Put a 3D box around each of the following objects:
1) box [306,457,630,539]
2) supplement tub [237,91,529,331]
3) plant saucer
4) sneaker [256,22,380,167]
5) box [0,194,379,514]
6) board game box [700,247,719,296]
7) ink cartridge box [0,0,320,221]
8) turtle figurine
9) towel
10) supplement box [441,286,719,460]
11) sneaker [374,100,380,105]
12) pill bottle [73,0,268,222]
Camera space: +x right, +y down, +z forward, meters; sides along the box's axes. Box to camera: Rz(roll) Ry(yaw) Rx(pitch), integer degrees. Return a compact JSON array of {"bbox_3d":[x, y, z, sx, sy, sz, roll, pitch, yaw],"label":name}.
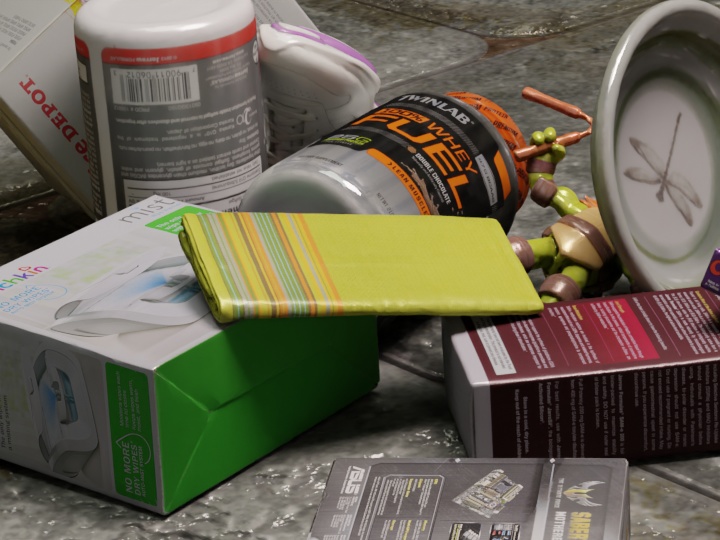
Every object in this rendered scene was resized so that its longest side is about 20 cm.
[{"bbox_3d":[0.050,0.155,1.335,0.158,0.049,0.200,0,22,8],"label":"box"},{"bbox_3d":[0.020,-0.040,1.732,0.122,0.123,0.200,10,25,30],"label":"supplement tub"},{"bbox_3d":[0.192,-0.063,1.651,0.050,0.201,0.200,-6,15,42],"label":"plant saucer"},{"bbox_3d":[-0.028,-0.092,1.802,0.075,0.200,0.100,21,74,26],"label":"sneaker"},{"bbox_3d":[-0.117,0.045,1.579,0.176,0.097,0.200,16,29,35],"label":"box"},{"bbox_3d":[0.285,0.013,1.575,0.120,0.032,0.200,24,17,22],"label":"board game box"},{"bbox_3d":[-0.161,-0.153,1.856,0.200,0.145,0.145,-43,26,-9],"label":"ink cartridge box"},{"bbox_3d":[0.127,-0.018,1.697,0.161,0.064,0.200,-29,71,-38],"label":"turtle figurine"},{"bbox_3d":[0.000,0.000,1.547,0.199,0.018,0.086,0,40,-23],"label":"towel"},{"bbox_3d":[0.152,0.059,1.543,0.199,0.061,0.109,-6,21,-5],"label":"supplement box"},{"bbox_3d":[-0.079,-0.067,1.911,0.200,0.076,0.115,-9,29,8],"label":"sneaker"},{"bbox_3d":[-0.117,-0.075,1.736,0.115,0.201,0.116,-3,22,1],"label":"pill bottle"}]
